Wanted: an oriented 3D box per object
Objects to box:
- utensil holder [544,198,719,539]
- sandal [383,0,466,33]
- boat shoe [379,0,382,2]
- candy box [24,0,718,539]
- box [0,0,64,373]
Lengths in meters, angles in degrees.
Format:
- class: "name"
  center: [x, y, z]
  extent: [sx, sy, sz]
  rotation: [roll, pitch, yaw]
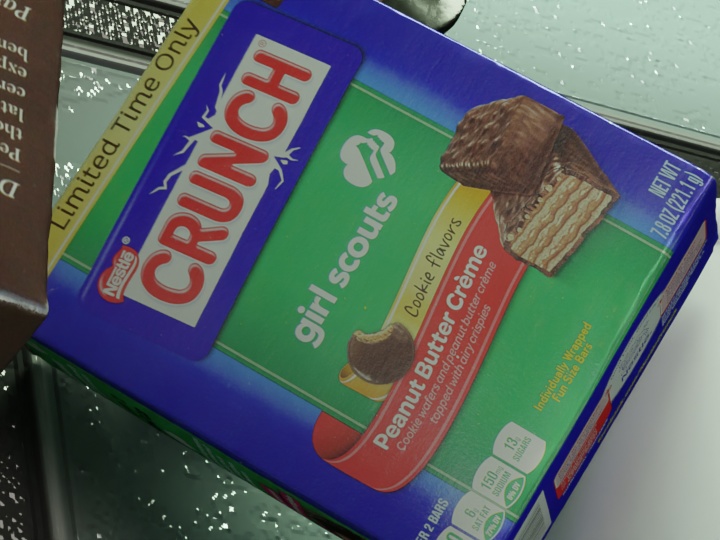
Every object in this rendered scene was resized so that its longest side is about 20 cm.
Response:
- class: "utensil holder"
  center: [0.133, 0.103, 0.964]
  extent: [0.169, 0.170, 0.201]
  rotation: [17, 50, -28]
- class: "sandal"
  center: [-0.034, -0.164, 1.142]
  extent: [0.199, 0.045, 0.075]
  rotation: [30, 42, -15]
- class: "boat shoe"
  center: [-0.026, -0.053, 1.041]
  extent: [0.067, 0.072, 0.201]
  rotation: [35, 47, -17]
- class: "candy box"
  center: [0.000, 0.000, 0.904]
  extent: [0.199, 0.077, 0.170]
  rotation: [28, 78, 16]
- class: "box"
  center: [-0.201, -0.045, 0.813]
  extent: [0.164, 0.166, 0.201]
  rotation: [20, 46, -26]
